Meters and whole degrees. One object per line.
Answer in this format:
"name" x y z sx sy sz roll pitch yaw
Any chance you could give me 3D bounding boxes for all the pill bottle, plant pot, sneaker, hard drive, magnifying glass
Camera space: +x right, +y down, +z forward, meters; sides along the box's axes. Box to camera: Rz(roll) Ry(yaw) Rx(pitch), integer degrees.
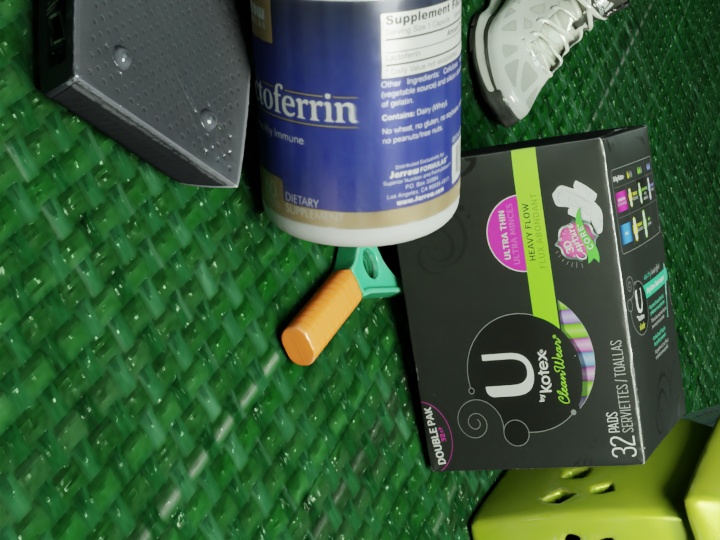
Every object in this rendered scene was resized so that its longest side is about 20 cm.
"pill bottle" -0.002 -0.124 0.726 0.116 0.115 0.202 -46 139 -57
"plant pot" 0.216 0.211 0.940 0.200 0.180 0.200 -35 106 -60
"sneaker" 0.161 -0.208 1.110 0.076 0.115 0.201 52 37 -34
"hard drive" -0.109 -0.151 0.691 0.135 0.042 0.202 34 48 -49
"magnifying glass" 0.000 0.000 0.829 0.080 0.022 0.200 66 31 -16

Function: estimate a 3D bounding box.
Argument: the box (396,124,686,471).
"box" 0.118 0.016 0.870 0.124 0.147 0.202 -21 103 -63

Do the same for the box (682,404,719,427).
"box" 0.315 0.223 1.116 0.176 0.096 0.202 72 0 -86
